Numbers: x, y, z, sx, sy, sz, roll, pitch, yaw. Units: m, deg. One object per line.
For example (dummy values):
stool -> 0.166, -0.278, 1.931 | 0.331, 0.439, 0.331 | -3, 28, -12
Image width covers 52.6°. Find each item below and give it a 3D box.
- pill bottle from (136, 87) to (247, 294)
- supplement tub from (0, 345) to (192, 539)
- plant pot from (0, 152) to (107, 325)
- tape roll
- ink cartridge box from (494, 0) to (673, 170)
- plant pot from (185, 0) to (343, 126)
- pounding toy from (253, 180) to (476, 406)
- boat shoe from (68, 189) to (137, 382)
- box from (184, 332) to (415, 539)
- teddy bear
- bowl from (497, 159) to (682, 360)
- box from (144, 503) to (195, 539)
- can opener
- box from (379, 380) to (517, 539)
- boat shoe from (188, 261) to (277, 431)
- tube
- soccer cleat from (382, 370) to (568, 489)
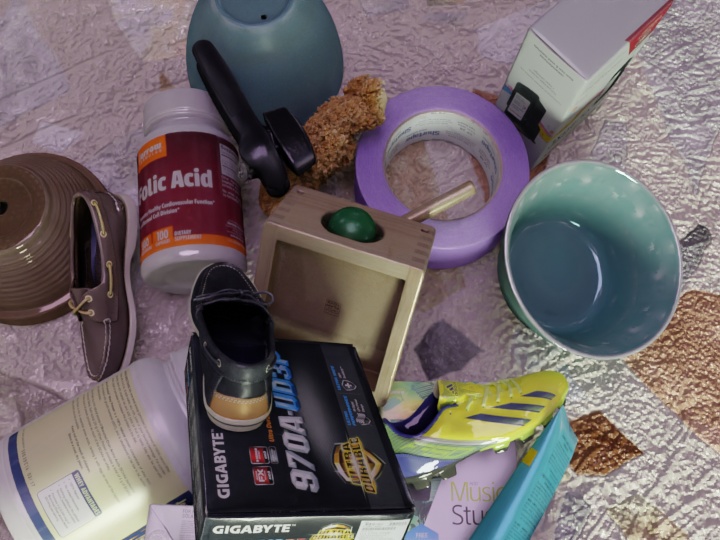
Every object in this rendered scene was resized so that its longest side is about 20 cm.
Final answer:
pill bottle -> -0.187, -0.087, 0.799 | 0.112, 0.114, 0.204 | -7, 71, -4
supplement tub -> -0.222, 0.175, 0.689 | 0.198, 0.145, 0.146 | -29, 73, -11
plant pot -> -0.373, -0.050, 0.794 | 0.196, 0.093, 0.205 | 1, 70, -2
tape roll -> 0.091, -0.108, 0.840 | 0.196, 0.066, 0.204 | 1, 70, -2
ink cartridge box -> 0.235, -0.224, 0.814 | 0.145, 0.200, 0.083 | -42, 79, -14
plant pot -> -0.117, -0.280, 0.859 | 0.196, 0.135, 0.204 | 1, 70, -2
pounding toy -> 0.000, 0.000, 0.736 | 0.181, 0.203, 0.143 | 17, 28, 5
boat shoe -> -0.274, 0.018, 0.760 | 0.071, 0.059, 0.205 | 0, 87, 35
box -> -0.059, 0.133, 0.593 | 0.156, 0.047, 0.201 | 6, 31, -20
teddy bear -> -0.048, -0.143, 0.808 | 0.199, 0.067, 0.146 | -41, 31, 16
bowl -> 0.224, -0.005, 0.773 | 0.196, 0.105, 0.205 | 2, 80, -12
box -> -0.111, 0.244, 0.639 | 0.114, 0.201, 0.061 | 2, 69, 1
can opener -> -0.124, -0.161, 0.770 | 0.078, 0.064, 0.201 | -28, 66, -22
box -> 0.089, 0.214, 0.741 | 0.141, 0.036, 0.204 | 0, 69, -2
boat shoe -> -0.105, 0.044, 0.609 | 0.073, 0.063, 0.201 | 5, 30, -17
tube -> 0.149, 0.227, 0.688 | 0.050, 0.078, 0.201 | 27, 72, 35
soccer cleat -> 0.113, 0.137, 0.712 | 0.197, 0.065, 0.085 | -25, 92, -8
